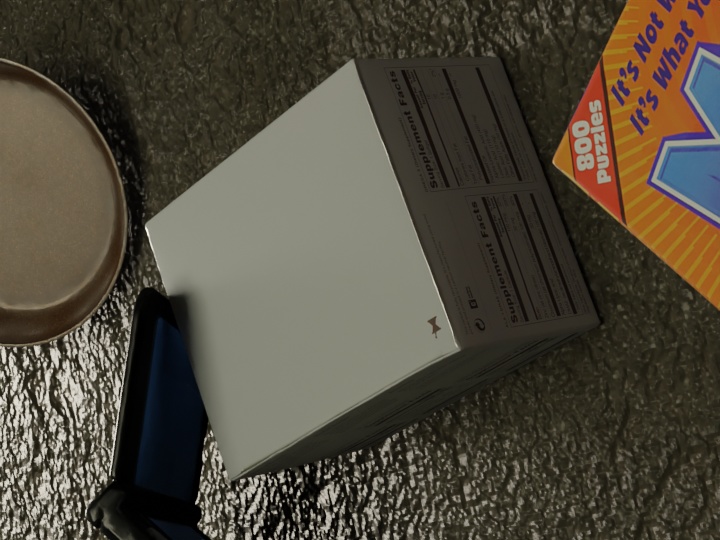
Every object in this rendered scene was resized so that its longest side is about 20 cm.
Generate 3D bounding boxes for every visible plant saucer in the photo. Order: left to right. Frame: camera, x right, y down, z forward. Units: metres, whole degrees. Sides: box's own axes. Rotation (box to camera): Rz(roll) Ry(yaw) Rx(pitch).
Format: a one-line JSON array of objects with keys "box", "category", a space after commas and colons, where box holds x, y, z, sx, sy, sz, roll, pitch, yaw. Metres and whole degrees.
[{"box": [-0.242, -0.048, 1.217, 0.198, 0.032, 0.202, 6, 109, 18], "category": "plant saucer"}]

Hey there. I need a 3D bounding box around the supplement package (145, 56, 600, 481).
[{"box": [0.000, 0.000, 0.962, 0.199, 0.110, 0.157, -33, 72, 43], "category": "supplement package"}]

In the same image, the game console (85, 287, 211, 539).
[{"box": [-0.075, 0.122, 1.030, 0.176, 0.200, 0.117, 39, 87, 12], "category": "game console"}]

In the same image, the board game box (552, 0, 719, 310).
[{"box": [0.233, -0.070, 0.641, 0.200, 0.199, 0.201, 44, 124, 33], "category": "board game box"}]
